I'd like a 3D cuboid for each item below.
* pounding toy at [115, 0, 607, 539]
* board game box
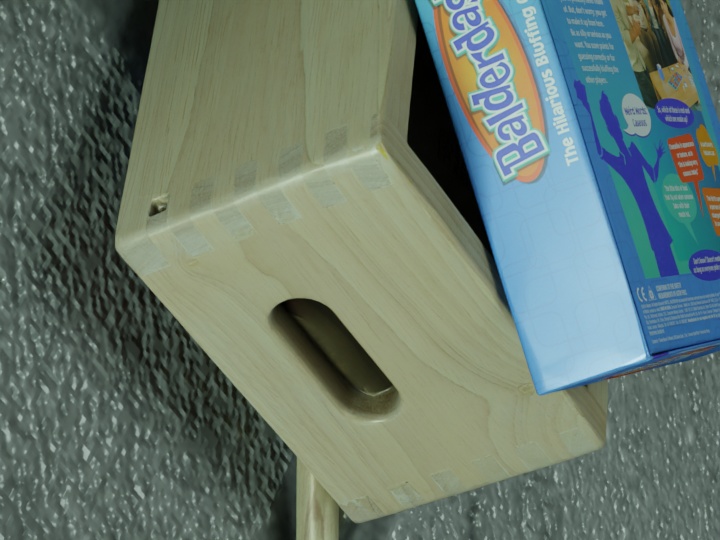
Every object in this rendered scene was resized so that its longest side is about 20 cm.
[{"bbox_3d":[0.000,0.000,1.000,0.200,0.141,0.185,52,31,-37],"label":"pounding toy"},{"bbox_3d":[0.075,-0.065,0.976,0.152,0.045,0.201,-4,77,-65],"label":"board game box"}]
